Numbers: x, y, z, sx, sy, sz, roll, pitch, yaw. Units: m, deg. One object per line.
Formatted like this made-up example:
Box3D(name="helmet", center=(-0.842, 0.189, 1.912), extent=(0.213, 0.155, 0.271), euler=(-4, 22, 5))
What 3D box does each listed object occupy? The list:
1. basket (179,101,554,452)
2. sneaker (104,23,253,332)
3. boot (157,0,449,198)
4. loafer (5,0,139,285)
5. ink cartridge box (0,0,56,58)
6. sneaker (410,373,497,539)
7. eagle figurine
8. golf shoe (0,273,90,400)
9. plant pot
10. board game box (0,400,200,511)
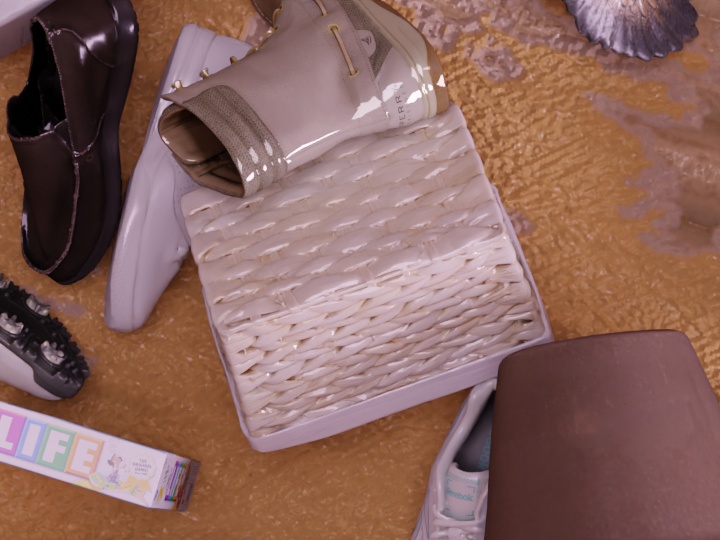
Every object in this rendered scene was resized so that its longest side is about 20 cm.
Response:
Box3D(name="basket", center=(0.000, 0.000, 1.702), extent=(0.200, 0.123, 0.136), euler=(-19, 50, -1))
Box3D(name="sneaker", center=(-0.101, -0.050, 1.765), extent=(0.088, 0.075, 0.200), euler=(19, 84, -8))
Box3D(name="boot", center=(-0.058, -0.121, 1.705), extent=(0.155, 0.072, 0.200), euler=(-27, 39, -18))
Box3D(name="loafer", center=(-0.190, -0.083, 1.731), extent=(0.071, 0.073, 0.200), euler=(-10, 120, -36))
Box3D(name="ink cartridge box", center=(-0.185, -0.242, 1.760), extent=(0.200, 0.088, 0.145), euler=(-29, 84, -11))
Box3D(name="sneaker", center=(0.061, 0.155, 1.723), extent=(0.070, 0.080, 0.201), euler=(11, 82, 14))
Box3D(name="eagle figurine", center=(0.146, -0.243, 1.746), extent=(0.200, 0.152, 0.151), euler=(34, 66, 10))
Box3D(name="golf shoe", center=(-0.264, 0.036, 1.767), extent=(0.200, 0.077, 0.088), euler=(31, 106, 7))
Box3D(name="plant pot", center=(0.150, 0.128, 1.639), extent=(0.200, 0.200, 0.175), euler=(-8, 82, 1))
Box3D(name="board game box", center=(-0.173, 0.108, 1.682), extent=(0.134, 0.200, 0.034), euler=(17, 85, 3))
